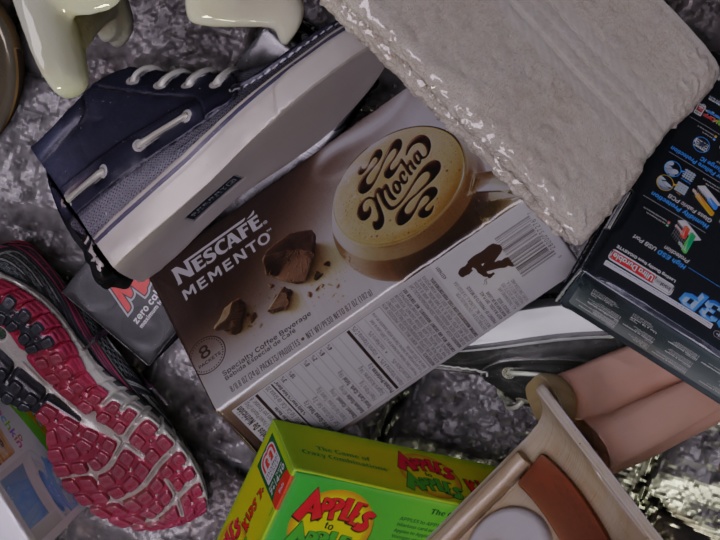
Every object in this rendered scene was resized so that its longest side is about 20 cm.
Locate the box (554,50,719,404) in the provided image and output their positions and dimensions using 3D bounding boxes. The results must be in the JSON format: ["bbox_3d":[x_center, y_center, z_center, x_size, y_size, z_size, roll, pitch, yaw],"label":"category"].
[{"bbox_3d":[0.225,0.001,1.326,0.199,0.159,0.046,31,153,2],"label":"box"}]

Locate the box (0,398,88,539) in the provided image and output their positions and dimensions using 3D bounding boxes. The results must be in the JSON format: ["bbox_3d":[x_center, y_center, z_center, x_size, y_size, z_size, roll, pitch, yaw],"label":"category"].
[{"bbox_3d":[-0.257,0.085,1.475,0.101,0.113,0.201,-30,96,20],"label":"box"}]

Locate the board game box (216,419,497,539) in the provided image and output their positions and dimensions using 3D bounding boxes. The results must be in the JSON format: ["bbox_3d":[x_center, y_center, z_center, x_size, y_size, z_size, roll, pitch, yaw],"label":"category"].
[{"bbox_3d":[0.027,0.151,1.370,0.199,0.048,0.102,14,116,-26],"label":"board game box"}]

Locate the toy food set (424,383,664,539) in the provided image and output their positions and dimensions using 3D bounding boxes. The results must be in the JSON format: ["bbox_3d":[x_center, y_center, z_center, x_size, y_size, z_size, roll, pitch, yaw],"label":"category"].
[{"bbox_3d":[0.065,0.176,1.274,0.200,0.060,0.144,-46,59,13],"label":"toy food set"}]

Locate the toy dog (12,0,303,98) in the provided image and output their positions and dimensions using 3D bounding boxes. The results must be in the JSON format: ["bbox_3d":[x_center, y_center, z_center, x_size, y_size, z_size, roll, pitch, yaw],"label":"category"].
[{"bbox_3d":[-0.080,-0.206,1.313,0.199,0.140,0.195,-18,98,15],"label":"toy dog"}]

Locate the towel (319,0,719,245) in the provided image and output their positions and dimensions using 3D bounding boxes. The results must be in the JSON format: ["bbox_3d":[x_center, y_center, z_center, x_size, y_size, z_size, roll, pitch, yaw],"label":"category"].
[{"bbox_3d":[0.078,-0.123,1.284,0.200,0.034,0.133,45,69,-12],"label":"towel"}]

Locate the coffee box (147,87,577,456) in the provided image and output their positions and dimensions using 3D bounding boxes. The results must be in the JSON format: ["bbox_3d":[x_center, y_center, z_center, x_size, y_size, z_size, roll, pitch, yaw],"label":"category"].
[{"bbox_3d":[0.000,0.000,1.363,0.199,0.113,0.080,-34,140,5],"label":"coffee box"}]

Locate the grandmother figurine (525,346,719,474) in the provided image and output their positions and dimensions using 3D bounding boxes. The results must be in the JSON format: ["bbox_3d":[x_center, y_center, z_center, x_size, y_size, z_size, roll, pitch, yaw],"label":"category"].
[{"bbox_3d":[0.190,0.055,1.352,0.199,0.061,0.122,-24,113,-17],"label":"grandmother figurine"}]

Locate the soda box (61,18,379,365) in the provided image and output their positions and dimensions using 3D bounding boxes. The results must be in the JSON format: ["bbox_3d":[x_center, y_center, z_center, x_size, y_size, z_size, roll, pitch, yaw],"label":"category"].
[{"bbox_3d":[-0.078,-0.046,1.426,0.071,0.063,0.200,39,110,0],"label":"soda box"}]

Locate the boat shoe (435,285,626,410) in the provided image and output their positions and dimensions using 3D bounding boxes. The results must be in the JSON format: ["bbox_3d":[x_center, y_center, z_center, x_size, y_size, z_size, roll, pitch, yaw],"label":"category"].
[{"bbox_3d":[0.094,0.045,1.407,0.199,0.071,0.064,-4,103,12],"label":"boat shoe"}]

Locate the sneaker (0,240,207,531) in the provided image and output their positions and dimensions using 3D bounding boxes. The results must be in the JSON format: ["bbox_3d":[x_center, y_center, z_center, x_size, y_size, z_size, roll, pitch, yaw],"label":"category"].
[{"bbox_3d":[-0.152,0.066,1.472,0.080,0.075,0.200,-27,111,28],"label":"sneaker"}]

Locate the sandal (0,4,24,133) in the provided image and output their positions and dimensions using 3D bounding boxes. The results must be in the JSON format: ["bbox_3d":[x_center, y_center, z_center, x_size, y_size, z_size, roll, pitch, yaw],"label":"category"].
[{"bbox_3d":[-0.270,-0.078,1.465,0.200,0.054,0.080,-37,94,19],"label":"sandal"}]

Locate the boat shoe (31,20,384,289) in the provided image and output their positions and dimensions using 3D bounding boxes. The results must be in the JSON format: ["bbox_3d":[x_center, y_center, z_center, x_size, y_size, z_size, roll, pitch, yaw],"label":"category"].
[{"bbox_3d":[-0.085,-0.086,1.348,0.200,0.075,0.093,-39,73,5],"label":"boat shoe"}]
